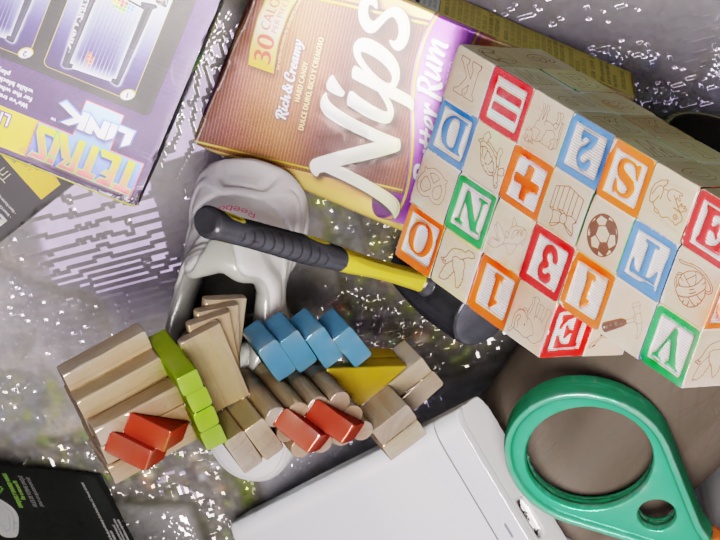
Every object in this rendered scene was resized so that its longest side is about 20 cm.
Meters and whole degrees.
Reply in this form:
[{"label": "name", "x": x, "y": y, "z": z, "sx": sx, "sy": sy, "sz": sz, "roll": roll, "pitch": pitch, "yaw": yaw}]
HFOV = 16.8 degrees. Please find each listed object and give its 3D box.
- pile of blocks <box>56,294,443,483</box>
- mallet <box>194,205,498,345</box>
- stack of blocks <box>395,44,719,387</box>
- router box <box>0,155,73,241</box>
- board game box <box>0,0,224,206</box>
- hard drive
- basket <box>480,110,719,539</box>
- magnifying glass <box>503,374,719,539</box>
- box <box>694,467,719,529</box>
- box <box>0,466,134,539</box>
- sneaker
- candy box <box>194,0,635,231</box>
[{"label": "pile of blocks", "x": -0.044, "y": 0.059, "z": 1.191, "sx": 0.200, "sy": 0.062, "sz": 0.082, "roll": -6, "pitch": 117, "yaw": -24}, {"label": "mallet", "x": 0.000, "y": 0.000, "z": 1.221, "sx": 0.066, "sy": 0.200, "sz": 0.041, "roll": 37, "pitch": 106, "yaw": 35}, {"label": "stack of blocks", "x": 0.113, "y": -0.016, "z": 1.150, "sx": 0.059, "sy": 0.200, "sz": 0.115, "roll": -1, "pitch": 116, "yaw": -41}, {"label": "router box", "x": -0.214, "y": -0.120, "z": 1.259, "sx": 0.157, "sy": 0.052, "sz": 0.200, "roll": -36, "pitch": 104, "yaw": 15}, {"label": "board game box", "x": -0.169, "y": -0.146, "z": 1.191, "sx": 0.200, "sy": 0.057, "sz": 0.165, "roll": 23, "pitch": 109, "yaw": -7}, {"label": "hard drive", "x": 0.026, "y": 0.158, "z": 1.292, "sx": 0.200, "sy": 0.027, "sz": 0.132, "roll": -31, "pitch": 90, "yaw": 46}, {"label": "basket", "x": 0.161, "y": 0.038, "z": 1.253, "sx": 0.180, "sy": 0.136, "sz": 0.200, "roll": 10, "pitch": 127, "yaw": -45}, {"label": "magnifying glass", "x": 0.154, "y": 0.125, "z": 1.218, "sx": 0.200, "sy": 0.022, "sz": 0.080, "roll": 39, "pitch": 119, "yaw": -19}, {"label": "box", "x": 0.249, "y": 0.151, "z": 1.303, "sx": 0.152, "sy": 0.106, "sz": 0.200, "roll": 37, "pitch": 107, "yaw": -10}, {"label": "box", "x": -0.232, "y": 0.192, "z": 1.300, "sx": 0.200, "sy": 0.124, "sz": 0.149, "roll": 8, "pitch": 111, "yaw": -24}, {"label": "sneaker", "x": -0.071, "y": 0.044, "z": 1.269, "sx": 0.078, "sy": 0.099, "sz": 0.200, "roll": 6, "pitch": 129, "yaw": 13}, {"label": "candy box", "x": 0.028, "y": -0.084, "z": 1.259, "sx": 0.200, "sy": 0.056, "sz": 0.117, "roll": 23, "pitch": 110, "yaw": -3}]
